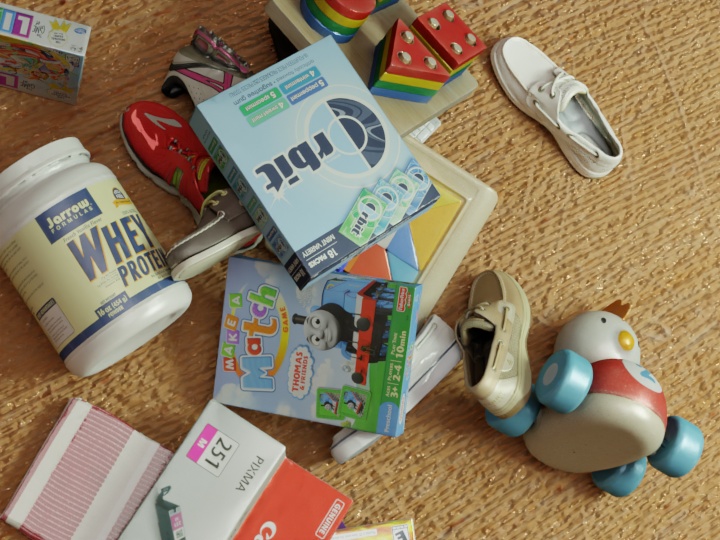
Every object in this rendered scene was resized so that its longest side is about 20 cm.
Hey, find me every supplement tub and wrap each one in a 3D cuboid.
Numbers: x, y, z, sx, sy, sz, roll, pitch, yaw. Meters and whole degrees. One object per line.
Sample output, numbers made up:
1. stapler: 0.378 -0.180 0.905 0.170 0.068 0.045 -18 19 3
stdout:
1. supplement tub: -0.274 -0.014 1.363 0.144 0.145 0.201 -34 87 -21

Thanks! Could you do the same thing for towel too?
1. towel: -0.237 0.235 1.378 0.199 0.023 0.145 31 72 -5

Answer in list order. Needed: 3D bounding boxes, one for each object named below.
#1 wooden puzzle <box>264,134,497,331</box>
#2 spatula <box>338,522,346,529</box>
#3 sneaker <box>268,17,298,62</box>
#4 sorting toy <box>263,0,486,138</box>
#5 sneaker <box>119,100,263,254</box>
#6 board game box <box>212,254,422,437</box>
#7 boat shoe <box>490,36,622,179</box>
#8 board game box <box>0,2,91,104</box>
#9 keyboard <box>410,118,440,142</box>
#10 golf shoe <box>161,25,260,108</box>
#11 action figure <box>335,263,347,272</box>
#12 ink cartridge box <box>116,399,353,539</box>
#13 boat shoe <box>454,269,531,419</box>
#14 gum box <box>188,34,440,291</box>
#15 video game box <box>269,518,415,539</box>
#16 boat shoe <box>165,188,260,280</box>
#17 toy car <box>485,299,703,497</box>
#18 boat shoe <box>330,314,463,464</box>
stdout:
1. wooden puzzle: 0.023 -0.054 1.482 0.199 0.037 0.186 31 94 -8
2. spatula: 0.004 0.338 1.419 0.056 0.021 0.201 -35 89 -13
3. sneaker: -0.071 -0.182 1.504 0.115 0.075 0.201 -32 87 -18
4. sorting toy: 0.029 -0.258 1.498 0.200 0.070 0.198 49 40 4
5. sneaker: -0.169 -0.108 1.450 0.200 0.085 0.077 46 68 -1
6. board game box: -0.045 0.074 1.395 0.197 0.037 0.153 9 96 15
7. boat shoe: 0.233 -0.198 1.595 0.071 0.069 0.200 -43 90 -19
8. board game box: -0.377 -0.230 1.395 0.197 0.134 0.035 13 73 -12
9. keyboard: 0.004 -0.219 1.567 0.200 0.011 0.056 45 69 -1
10. golf shoe: -0.129 -0.171 1.459 0.200 0.073 0.092 41 92 31
11. action figure: 0.000 0.000 1.438 0.099 0.065 0.200 41 94 6
12. ink cartridge box: -0.129 0.257 1.349 0.172 0.044 0.201 31 73 9
13. boat shoe: 0.136 0.063 1.458 0.064 0.071 0.201 32 31 -26
14. gum box: -0.044 -0.109 1.360 0.169 0.045 0.201 -32 83 -27
15. video game box: -0.031 0.353 1.375 0.197 0.047 0.185 -8 81 -6
16. boat shoe: -0.123 -0.055 1.374 0.199 0.072 0.060 -33 90 -37
17. toy car: 0.261 0.106 1.484 0.183 0.177 0.202 29 57 -18
18. boat shoe: 0.030 0.124 1.462 0.065 0.074 0.200 48 59 4
